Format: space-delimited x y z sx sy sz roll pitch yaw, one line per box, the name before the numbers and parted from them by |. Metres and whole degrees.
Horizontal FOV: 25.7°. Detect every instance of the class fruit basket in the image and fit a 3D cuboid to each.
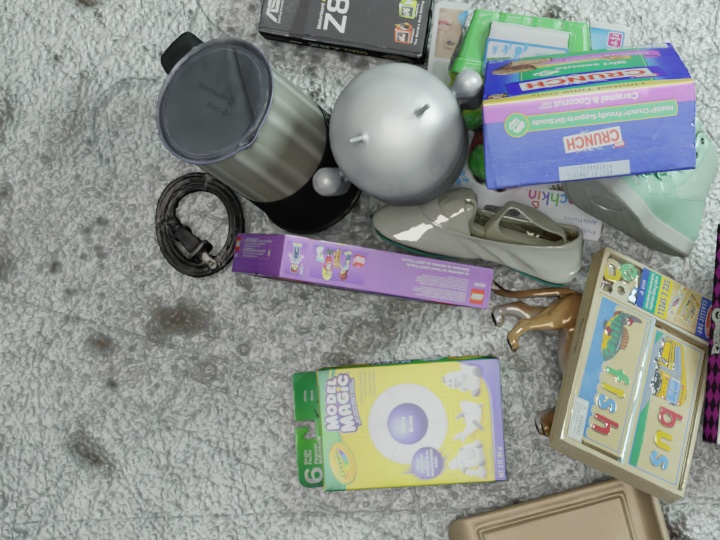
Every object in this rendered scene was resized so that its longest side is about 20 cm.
fruit basket | 0.146 -0.138 1.462 0.184 0.094 0.202 9 92 4

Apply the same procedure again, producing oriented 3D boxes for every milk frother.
milk frother | -0.127 -0.092 1.428 0.180 0.188 0.201 28 87 33

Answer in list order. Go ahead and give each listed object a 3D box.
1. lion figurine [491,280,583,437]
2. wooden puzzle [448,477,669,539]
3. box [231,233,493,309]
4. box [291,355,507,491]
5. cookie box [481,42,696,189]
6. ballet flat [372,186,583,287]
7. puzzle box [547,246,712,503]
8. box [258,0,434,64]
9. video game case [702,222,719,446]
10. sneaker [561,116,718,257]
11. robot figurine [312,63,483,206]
lion figurine | 0.204 0.082 1.460 0.122 0.072 0.201 -21 83 -3
wooden puzzle | 0.197 0.299 1.472 0.198 0.037 0.186 -15 87 8
box | 0.000 0.000 1.407 0.199 0.137 0.039 9 89 -22
box | 0.035 0.144 1.481 0.198 0.048 0.118 -5 87 5
cookie box | 0.188 -0.133 1.321 0.170 0.200 0.076 -5 107 7
ballet flat | 0.112 -0.042 1.439 0.198 0.069 0.070 15 89 -9
puzzle box | 0.249 0.092 1.417 0.132 0.025 0.201 25 62 -15
box | -0.001 -0.308 1.499 0.160 0.049 0.202 11 89 7
video game case | 0.402 0.063 1.435 0.180 0.036 0.202 5 88 -17
sneaker | 0.253 -0.097 1.418 0.073 0.200 0.119 16 83 40
robot figurine | 0.034 -0.114 1.356 0.169 0.200 0.113 -37 85 4
